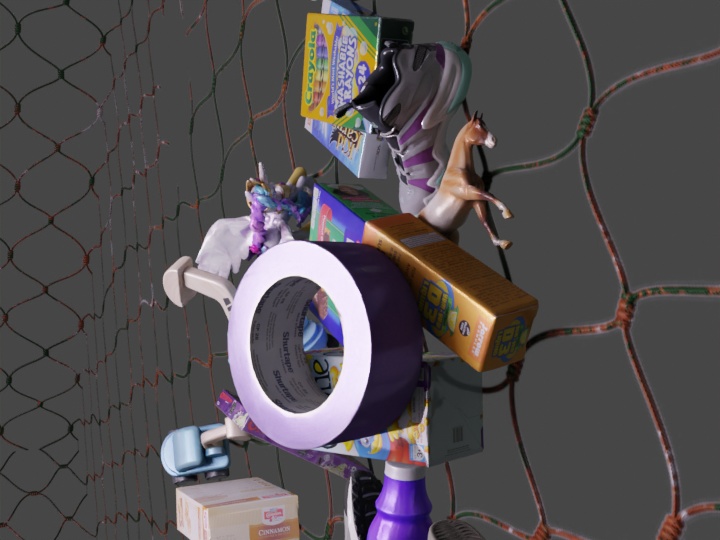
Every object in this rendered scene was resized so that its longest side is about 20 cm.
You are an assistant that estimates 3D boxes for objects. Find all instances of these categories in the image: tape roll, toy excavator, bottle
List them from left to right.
[{"bbox_3d":[-0.283,0.322,1.725,0.200,0.190,0.102,77,-177,-71],"label":"toy excavator"},{"bbox_3d":[-0.142,0.067,1.211,0.191,0.100,0.203,-7,116,33],"label":"toy excavator"},{"bbox_3d":[-0.038,0.072,0.942,0.197,0.084,0.205,1,91,41],"label":"tape roll"},{"bbox_3d":[0.047,0.317,1.072,0.065,0.082,0.205,-164,74,-64],"label":"bottle"}]

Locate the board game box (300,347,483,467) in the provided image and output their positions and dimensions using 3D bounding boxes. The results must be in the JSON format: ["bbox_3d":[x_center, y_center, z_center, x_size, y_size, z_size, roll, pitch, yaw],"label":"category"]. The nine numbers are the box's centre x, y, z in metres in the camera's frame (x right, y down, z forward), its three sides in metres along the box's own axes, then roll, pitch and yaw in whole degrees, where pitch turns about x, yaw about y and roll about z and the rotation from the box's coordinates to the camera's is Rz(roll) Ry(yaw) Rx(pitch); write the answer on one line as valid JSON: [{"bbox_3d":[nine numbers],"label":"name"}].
[{"bbox_3d":[0.023,0.141,1.011,0.197,0.104,0.106,-1,89,40],"label":"board game box"}]

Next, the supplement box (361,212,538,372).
[{"bbox_3d":[0.081,0.017,0.932,0.199,0.068,0.068,36,126,39],"label":"supplement box"}]

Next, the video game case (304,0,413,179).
[{"bbox_3d":[-0.009,-0.241,1.220,0.200,0.045,0.185,-132,46,-54],"label":"video game case"}]

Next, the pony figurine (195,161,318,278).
[{"bbox_3d":[-0.124,-0.054,1.301,0.164,0.200,0.197,18,102,17],"label":"pony figurine"}]

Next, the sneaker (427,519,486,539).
[{"bbox_3d":[0.122,0.350,0.942,0.200,0.073,0.109,-128,39,-65],"label":"sneaker"}]

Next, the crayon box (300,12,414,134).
[{"bbox_3d":[-0.016,-0.240,1.125,0.199,0.051,0.129,25,115,55],"label":"crayon box"}]

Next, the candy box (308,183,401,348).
[{"bbox_3d":[0.000,0.000,1.170,0.200,0.076,0.173,-141,52,-57],"label":"candy box"}]

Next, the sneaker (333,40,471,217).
[{"bbox_3d":[0.033,-0.153,1.020,0.078,0.137,0.204,44,129,55],"label":"sneaker"}]

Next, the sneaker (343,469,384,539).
[{"bbox_3d":[0.002,0.352,1.164,0.079,0.073,0.205,-19,73,45],"label":"sneaker"}]

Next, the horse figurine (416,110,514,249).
[{"bbox_3d":[0.101,-0.047,0.985,0.134,0.049,0.202,59,139,35],"label":"horse figurine"}]

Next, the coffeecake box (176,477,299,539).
[{"bbox_3d":[-0.204,0.396,1.532,0.199,0.150,0.075,173,95,-65],"label":"coffeecake box"}]

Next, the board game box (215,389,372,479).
[{"bbox_3d":[-0.089,0.222,1.242,0.033,0.198,0.120,-59,27,-1],"label":"board game box"}]
